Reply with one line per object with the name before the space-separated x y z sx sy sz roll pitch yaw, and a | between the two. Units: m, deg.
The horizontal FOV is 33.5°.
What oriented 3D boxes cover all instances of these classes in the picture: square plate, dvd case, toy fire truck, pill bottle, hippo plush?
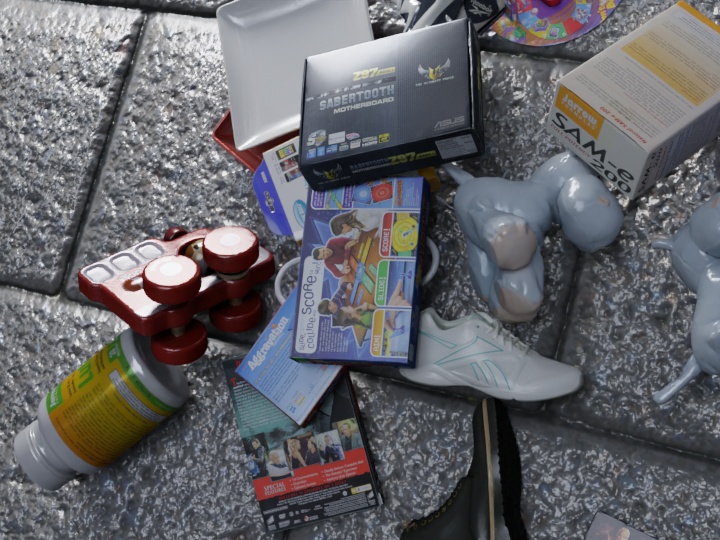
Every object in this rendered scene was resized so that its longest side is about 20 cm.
square plate | -0.072 -0.259 1.442 0.198 0.028 0.201 -16 71 18
dvd case | -0.065 0.179 1.334 0.144 0.022 0.203 -18 87 17
toy fire truck | -0.209 0.004 1.399 0.199 0.113 0.167 -29 45 -32
pill bottle | -0.310 0.168 1.417 0.199 0.111 0.112 -38 65 9
hippo plush | 0.190 -0.048 1.273 0.159 0.161 0.201 -22 44 -8
hippo plush | 0.380 0.013 1.172 0.157 0.201 0.162 4 51 -16

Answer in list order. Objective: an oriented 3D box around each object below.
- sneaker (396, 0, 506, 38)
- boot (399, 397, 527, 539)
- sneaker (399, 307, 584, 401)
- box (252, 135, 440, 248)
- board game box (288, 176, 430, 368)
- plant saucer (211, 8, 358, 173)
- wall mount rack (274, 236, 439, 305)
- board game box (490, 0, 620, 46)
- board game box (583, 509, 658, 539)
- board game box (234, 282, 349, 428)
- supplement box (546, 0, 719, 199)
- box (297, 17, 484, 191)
sneaker | 0.110 -0.268 1.360 0.129 0.079 0.202 -26 54 45
boot | 0.097 0.240 1.253 0.137 0.077 0.203 -10 71 25
sneaker | 0.138 0.089 1.260 0.197 0.070 0.082 9 97 17
box | -0.021 -0.109 1.360 0.198 0.041 0.120 -25 69 6
board game box | 0.000 0.000 1.278 0.133 0.034 0.203 2 76 19
plant saucer | -0.054 -0.186 1.450 0.199 0.037 0.201 39 93 26
wall mount rack | 0.006 0.038 1.347 0.197 0.075 0.176 -11 68 20
board game box | 0.218 -0.361 1.381 0.156 0.039 0.203 -6 74 21
board game box | 0.294 0.339 1.162 0.198 0.035 0.137 23 85 26
board game box | -0.041 0.060 1.306 0.103 0.019 0.201 36 89 22
supplement box | 0.305 -0.178 1.229 0.199 0.074 0.126 -33 61 -25
box | 0.033 -0.179 1.289 0.197 0.051 0.159 -10 54 17
